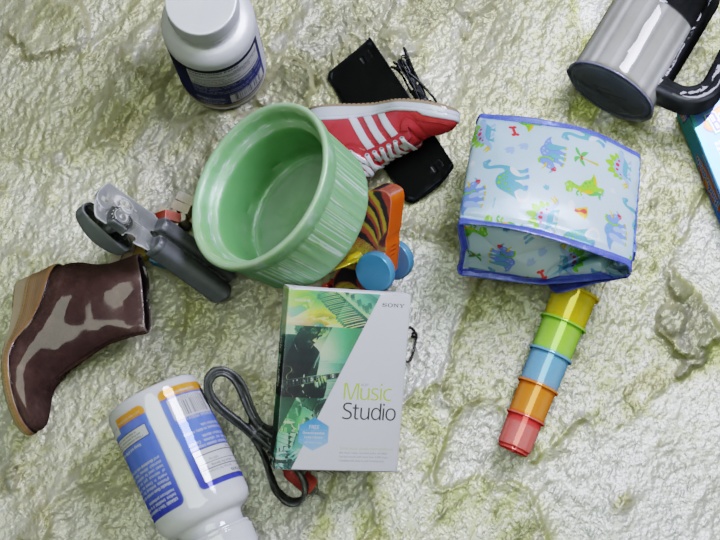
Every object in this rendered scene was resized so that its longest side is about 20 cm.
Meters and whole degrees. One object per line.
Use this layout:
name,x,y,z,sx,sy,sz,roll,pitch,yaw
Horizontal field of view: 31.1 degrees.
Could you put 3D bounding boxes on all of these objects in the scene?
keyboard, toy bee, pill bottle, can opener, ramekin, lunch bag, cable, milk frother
keyboard,0.050,-0.188,1.583,0.104,0.040,0.201,-35,79,17
toy bee,0.000,0.000,1.497,0.108,0.131,0.202,4,87,27
pill bottle,-0.193,0.229,1.446,0.111,0.112,0.201,-26,78,-5
can opener,-0.237,-0.026,1.496,0.200,0.067,0.054,38,42,-29
ramekin,-0.086,-0.077,1.457,0.199,0.097,0.202,-19,57,32
lunch bag,0.218,-0.075,1.480,0.198,0.128,0.171,5,56,10
pill bottle,-0.173,-0.273,1.514,0.110,0.200,0.112,0,77,1
cable,-0.105,0.192,1.474,0.199,0.050,0.098,35,93,-1
milk frother,0.347,-0.297,1.498,0.180,0.200,0.189,24,77,37

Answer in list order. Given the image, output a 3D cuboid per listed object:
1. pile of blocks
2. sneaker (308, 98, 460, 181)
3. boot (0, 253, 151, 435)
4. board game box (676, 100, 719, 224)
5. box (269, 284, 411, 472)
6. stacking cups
pile of blocks,-0.209,-0.053,1.536,0.199,0.062,0.082,-33,78,-6
sneaker,0.022,-0.139,1.527,0.198,0.071,0.114,0,77,29
boot,-0.324,0.082,1.491,0.165,0.072,0.202,-9,69,12
board game box,0.485,-0.126,1.545,0.151,0.045,0.202,-17,78,-2
box,-0.022,0.120,1.433,0.143,0.036,0.202,3,92,-17
stacking cups,0.216,0.116,1.493,0.060,0.061,0.202,20,82,6
